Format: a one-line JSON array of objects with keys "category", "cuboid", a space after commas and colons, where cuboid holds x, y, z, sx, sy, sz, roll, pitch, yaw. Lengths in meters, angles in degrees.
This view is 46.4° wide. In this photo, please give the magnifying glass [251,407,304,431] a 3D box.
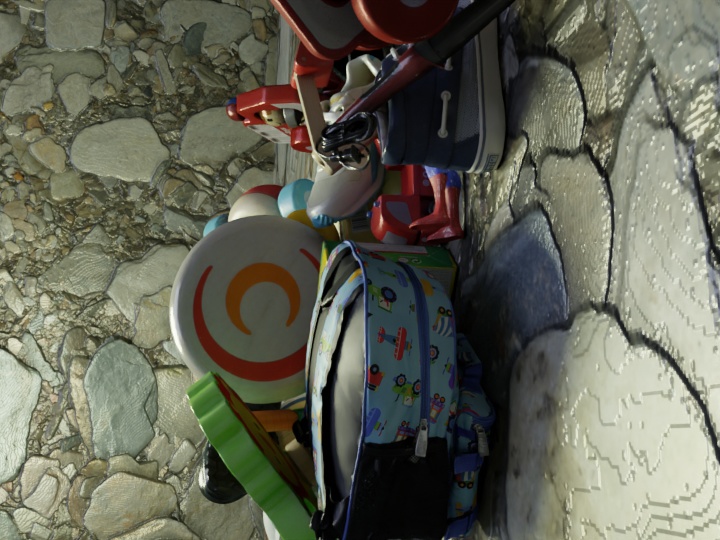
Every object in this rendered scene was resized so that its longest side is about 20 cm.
[{"category": "magnifying glass", "cuboid": [-0.045, 0.145, 0.829, 0.080, 0.199, 0.023, -169, 78, -67]}]

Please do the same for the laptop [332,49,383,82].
[{"category": "laptop", "cuboid": [-0.021, -0.229, 1.039, 0.103, 0.200, 0.178, -34, 42, 27]}]

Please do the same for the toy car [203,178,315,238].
[{"category": "toy car", "cuboid": [-0.074, -0.061, 1.155, 0.177, 0.184, 0.200, 59, -140, -15]}]

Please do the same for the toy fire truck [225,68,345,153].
[{"category": "toy fire truck", "cuboid": [-0.093, -0.213, 1.170, 0.200, 0.167, 0.113, 13, -103, -68]}]

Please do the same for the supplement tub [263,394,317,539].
[{"category": "supplement tub", "cuboid": [-0.035, 0.232, 0.905, 0.200, 0.144, 0.146, -118, 32, -70]}]

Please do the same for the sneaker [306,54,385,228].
[{"category": "sneaker", "cuboid": [-0.013, -0.127, 0.832, 0.076, 0.081, 0.201, -13, 43, 42]}]

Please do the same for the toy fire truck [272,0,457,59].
[{"category": "toy fire truck", "cuboid": [0.014, -0.242, 0.530, 0.168, 0.200, 0.112, 50, 177, -18]}]

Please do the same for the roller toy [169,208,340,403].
[{"category": "roller toy", "cuboid": [-0.098, 0.040, 0.864, 0.140, 0.181, 0.201, 119, 141, -82]}]

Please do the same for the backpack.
[{"category": "backpack", "cuboid": [0.024, 0.082, 0.641, 0.183, 0.134, 0.201, -117, 30, -70]}]

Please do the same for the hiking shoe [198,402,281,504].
[{"category": "hiking shoe", "cuboid": [-0.130, 0.190, 0.894, 0.087, 0.074, 0.200, -58, 6, 23]}]

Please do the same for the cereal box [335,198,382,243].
[{"category": "cereal box", "cuboid": [0.000, 0.000, 0.943, 0.200, 0.039, 0.145, 157, 103, -85]}]

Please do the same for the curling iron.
[{"category": "curling iron", "cuboid": [0.047, -0.139, 0.578, 0.200, 0.026, 0.050, -39, 54, 18]}]

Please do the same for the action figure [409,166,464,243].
[{"category": "action figure", "cuboid": [0.058, -0.127, 0.715, 0.065, 0.051, 0.201, 25, -118, -57]}]

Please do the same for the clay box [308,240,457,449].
[{"category": "clay box", "cuboid": [0.013, 0.075, 0.763, 0.048, 0.114, 0.201, -106, 21, -61]}]

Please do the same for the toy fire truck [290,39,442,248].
[{"category": "toy fire truck", "cuboid": [0.007, -0.120, 0.766, 0.049, 0.140, 0.201, 127, 144, -72]}]

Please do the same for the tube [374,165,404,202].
[{"category": "tube", "cuboid": [0.033, -0.105, 0.883, 0.058, 0.052, 0.200, -36, 29, 18]}]

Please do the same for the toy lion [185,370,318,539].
[{"category": "toy lion", "cuboid": [-0.069, 0.178, 0.697, 0.200, 0.069, 0.192, 47, 171, 41]}]

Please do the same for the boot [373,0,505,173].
[{"category": "boot", "cuboid": [0.055, -0.169, 0.652, 0.073, 0.090, 0.201, 111, 158, -61]}]
